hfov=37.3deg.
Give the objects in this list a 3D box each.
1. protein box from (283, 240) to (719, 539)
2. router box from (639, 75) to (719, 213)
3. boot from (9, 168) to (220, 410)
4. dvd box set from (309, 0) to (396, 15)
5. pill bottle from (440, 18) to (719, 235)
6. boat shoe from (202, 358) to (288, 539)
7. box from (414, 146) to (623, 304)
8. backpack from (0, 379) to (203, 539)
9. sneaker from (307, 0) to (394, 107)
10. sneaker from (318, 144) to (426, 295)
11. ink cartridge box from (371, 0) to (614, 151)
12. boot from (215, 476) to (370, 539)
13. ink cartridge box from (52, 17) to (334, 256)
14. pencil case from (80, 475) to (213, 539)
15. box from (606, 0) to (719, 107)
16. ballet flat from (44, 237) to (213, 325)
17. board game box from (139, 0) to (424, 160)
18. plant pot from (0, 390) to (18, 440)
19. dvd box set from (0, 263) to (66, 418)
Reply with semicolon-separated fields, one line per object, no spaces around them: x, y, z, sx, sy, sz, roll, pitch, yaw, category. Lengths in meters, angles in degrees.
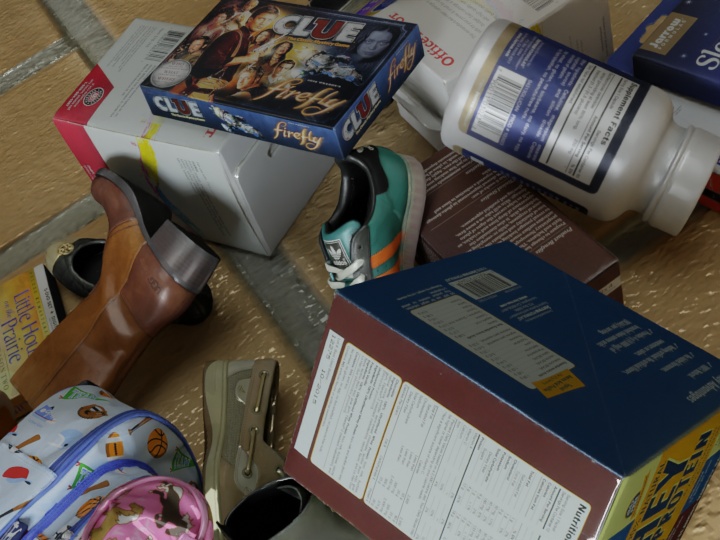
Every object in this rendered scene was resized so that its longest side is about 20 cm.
0.101;0.097;0.669;0.200;0.135;0.198;32;29;30;protein box
0.335;-0.140;0.906;0.200;0.049;0.179;-44;52;-17;router box
-0.230;0.025;0.926;0.188;0.068;0.200;39;93;33;boot
0.065;-0.298;1.031;0.200;0.029;0.146;-25;-1;-39;dvd box set
0.173;-0.107;0.833;0.199;0.111;0.111;27;63;10;pill bottle
-0.082;0.155;0.805;0.065;0.072;0.201;-6;54;-1;boat shoe
0.112;-0.018;0.873;0.100;0.075;0.200;-33;48;-9;box
-0.198;0.183;0.752;0.154;0.200;0.191;14;51;26;backpack
-0.004;-0.225;1.090;0.090;0.067;0.201;-10;51;4;sneaker
0.000;0.000;0.846;0.071;0.080;0.201;-5;79;49;sneaker
0.113;-0.194;0.978;0.200;0.125;0.129;-33;49;-8;ink cartridge box
0.009;0.158;0.724;0.200;0.139;0.077;-37;49;-13;boot
-0.148;-0.128;1.004;0.199;0.145;0.146;15;58;30;ink cartridge box
-0.109;0.221;0.678;0.082;0.201;0.087;-9;40;4;pencil case
0.319;-0.189;0.898;0.200;0.032;0.121;29;67;36;box
-0.217;-0.001;0.986;0.199;0.057;0.067;16;58;29;ballet flat
-0.066;-0.166;0.887;0.199;0.035;0.136;16;55;29;board game box
-0.363;0.168;0.827;0.182;0.201;0.201;-9;48;-8;plant pot
-0.361;0.092;0.981;0.199;0.029;0.147;-27;49;-2;dvd box set
